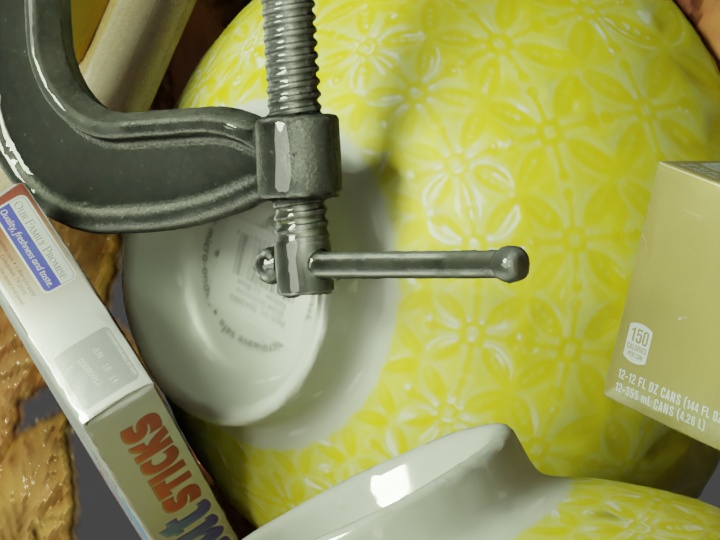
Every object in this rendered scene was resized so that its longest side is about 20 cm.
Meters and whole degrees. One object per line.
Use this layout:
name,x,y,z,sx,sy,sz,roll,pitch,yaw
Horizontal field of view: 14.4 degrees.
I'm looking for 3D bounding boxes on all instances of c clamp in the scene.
c clamp,-0.037,-0.088,0.719,0.170,0.027,0.201,-9,89,39

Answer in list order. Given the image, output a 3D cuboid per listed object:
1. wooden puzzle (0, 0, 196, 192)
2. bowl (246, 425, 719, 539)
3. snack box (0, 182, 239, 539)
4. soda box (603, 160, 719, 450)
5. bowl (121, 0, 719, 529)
wooden puzzle,-0.106,-0.113,0.875,0.185,0.037,0.201,0,65,43
bowl,0.023,0.102,0.674,0.200,0.200,0.108,-24,94,42
snack box,-0.062,0.052,0.804,0.024,0.200,0.072,-33,62,-7
soda box,0.156,0.033,0.659,0.200,0.068,0.064,24,107,40
bowl,0.000,0.000,0.780,0.200,0.107,0.201,3,95,43
